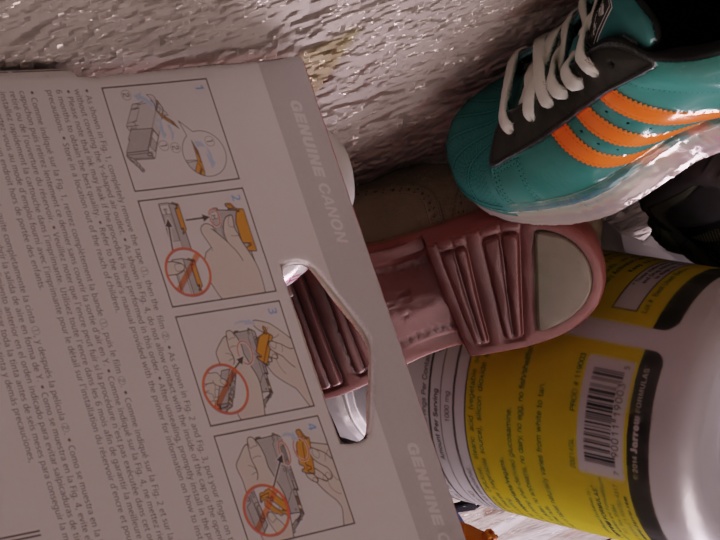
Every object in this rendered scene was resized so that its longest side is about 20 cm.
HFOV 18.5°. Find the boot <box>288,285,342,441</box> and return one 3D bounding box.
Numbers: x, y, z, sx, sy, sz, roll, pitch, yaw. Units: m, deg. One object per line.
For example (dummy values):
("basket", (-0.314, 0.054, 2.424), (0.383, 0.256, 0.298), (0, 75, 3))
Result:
("boot", (-0.108, 0.073, 0.802), (0.198, 0.188, 0.064), (-21, -165, -6))

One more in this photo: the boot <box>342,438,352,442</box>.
("boot", (0.019, 0.051, 1.075), (0.199, 0.071, 0.146), (-20, 170, 22))

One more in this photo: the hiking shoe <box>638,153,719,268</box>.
("hiking shoe", (0.172, -0.024, 0.901), (0.076, 0.100, 0.200), (-55, 169, 1))

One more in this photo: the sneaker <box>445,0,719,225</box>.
("sneaker", (0.094, -0.075, 0.737), (0.199, 0.072, 0.080), (-18, 137, 42))

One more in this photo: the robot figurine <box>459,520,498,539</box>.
("robot figurine", (-0.059, 0.108, 0.759), (0.198, 0.058, 0.146), (16, 129, -17))

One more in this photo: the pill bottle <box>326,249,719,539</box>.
("pill bottle", (0.076, 0.044, 0.900), (0.199, 0.114, 0.112), (11, -173, 38))

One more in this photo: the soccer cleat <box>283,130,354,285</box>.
("soccer cleat", (-0.093, 0.004, 0.710), (0.198, 0.070, 0.086), (-18, -166, -4))

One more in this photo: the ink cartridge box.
("ink cartridge box", (-0.066, 0.038, 0.645), (0.175, 0.202, 0.045), (-7, 162, -40))

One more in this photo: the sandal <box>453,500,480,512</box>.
("sandal", (0.077, 0.072, 1.100), (0.200, 0.043, 0.076), (-42, 178, -31))

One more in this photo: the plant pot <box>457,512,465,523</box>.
("plant pot", (-0.042, 0.216, 1.036), (0.198, 0.181, 0.201), (-4, 134, 29))

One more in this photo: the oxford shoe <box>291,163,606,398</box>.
("oxford shoe", (0.000, 0.000, 0.861), (0.198, 0.071, 0.075), (-6, -149, 14))

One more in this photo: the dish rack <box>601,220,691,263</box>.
("dish rack", (0.169, 0.030, 1.012), (0.171, 0.199, 0.044), (10, 111, -61))
